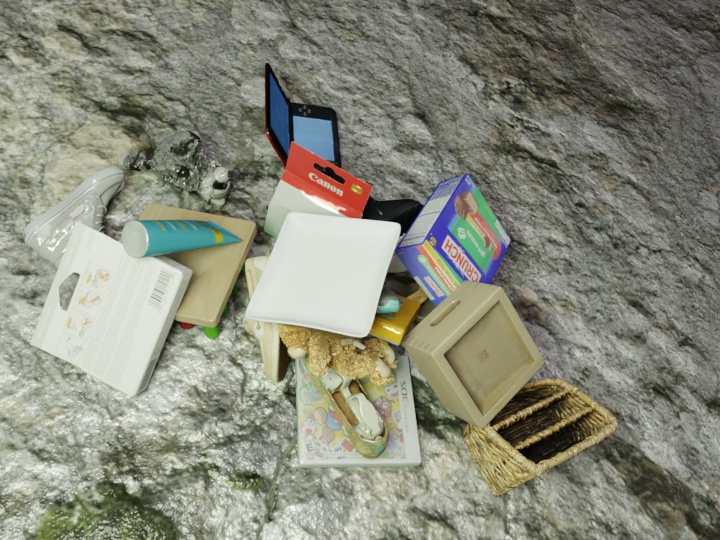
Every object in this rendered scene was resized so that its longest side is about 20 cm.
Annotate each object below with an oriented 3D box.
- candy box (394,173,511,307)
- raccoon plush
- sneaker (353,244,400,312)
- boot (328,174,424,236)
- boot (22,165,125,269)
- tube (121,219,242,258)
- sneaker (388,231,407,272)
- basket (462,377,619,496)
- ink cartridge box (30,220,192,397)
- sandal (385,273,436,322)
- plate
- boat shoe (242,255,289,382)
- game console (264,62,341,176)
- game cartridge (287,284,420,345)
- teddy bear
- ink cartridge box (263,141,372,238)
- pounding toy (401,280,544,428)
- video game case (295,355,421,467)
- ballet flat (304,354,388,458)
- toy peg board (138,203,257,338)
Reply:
[{"bbox_3d":[0.172,-0.044,1.102,0.170,0.076,0.201,50,54,-22],"label":"candy box"},{"bbox_3d":[-0.329,-0.184,1.132,0.197,0.134,0.098,12,65,30],"label":"raccoon plush"},{"bbox_3d":[0.000,0.000,0.971,0.077,0.093,0.199,5,19,-36],"label":"sneaker"},{"bbox_3d":[0.015,-0.127,1.190,0.162,0.074,0.197,38,38,25],"label":"boot"},{"bbox_3d":[-0.450,-0.084,1.023,0.095,0.074,0.200,40,64,3],"label":"boot"},{"bbox_3d":[-0.263,-0.052,0.912,0.077,0.051,0.199,33,19,18],"label":"tube"},{"bbox_3d":[0.088,-0.051,1.146,0.197,0.086,0.073,-10,28,-29],"label":"sneaker"},{"bbox_3d":[0.282,0.247,0.987,0.197,0.150,0.144,-16,64,-25],"label":"basket"},{"bbox_3d":[-0.363,0.054,0.893,0.174,0.045,0.203,26,98,3],"label":"ink cartridge box"},{"bbox_3d":[0.083,0.037,1.115,0.197,0.054,0.081,21,54,-4],"label":"sandal"},{"bbox_3d":[-0.051,0.005,0.924,0.196,0.033,0.202,7,57,20],"label":"plate"},{"bbox_3d":[-0.154,0.078,0.987,0.064,0.072,0.204,-5,87,8],"label":"boat shoe"},{"bbox_3d":[-0.114,-0.298,1.228,0.169,0.119,0.203,4,58,-15],"label":"game console"},{"bbox_3d":[-0.006,0.051,1.015,0.197,0.033,0.176,23,15,9],"label":"game cartridge"},{"bbox_3d":[-0.036,0.125,0.934,0.196,0.068,0.146,13,26,-11],"label":"teddy bear"},{"bbox_3d":[-0.079,-0.104,1.065,0.159,0.201,0.050,29,54,3],"label":"ink cartridge box"},{"bbox_3d":[0.194,0.125,1.001,0.199,0.142,0.185,-40,109,-16],"label":"pounding toy"},{"bbox_3d":[-0.006,0.222,0.989,0.196,0.023,0.185,4,57,-15],"label":"video game case"},{"bbox_3d":[-0.018,0.193,0.949,0.070,0.071,0.201,-22,67,-28],"label":"ballet flat"},{"bbox_3d":[-0.288,0.010,1.007,0.195,0.099,0.202,10,53,8],"label":"toy peg board"}]
